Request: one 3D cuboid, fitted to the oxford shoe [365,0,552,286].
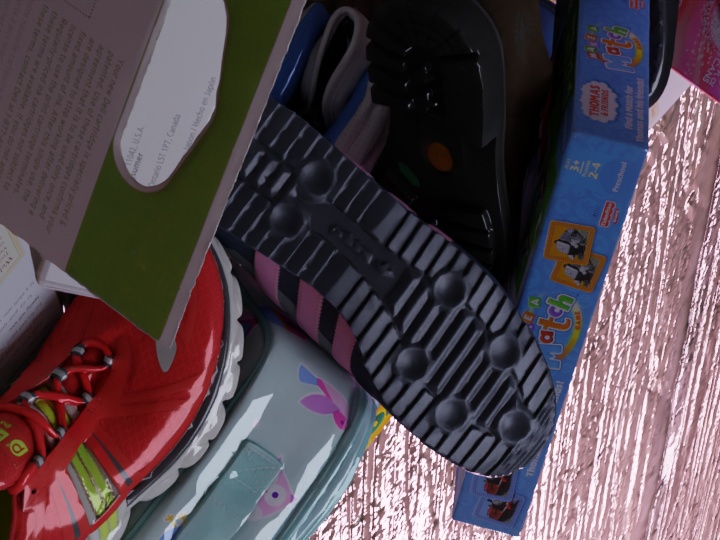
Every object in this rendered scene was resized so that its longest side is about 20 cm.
[{"bbox_3d":[0.048,-0.054,1.062,0.085,0.072,0.201,-49,159,-35],"label":"oxford shoe"}]

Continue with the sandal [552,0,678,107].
[{"bbox_3d":[0.124,-0.170,1.171,0.045,0.075,0.202,-9,108,-60],"label":"sandal"}]

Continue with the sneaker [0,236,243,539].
[{"bbox_3d":[-0.116,0.066,0.983,0.201,0.077,0.085,-59,153,1],"label":"sneaker"}]

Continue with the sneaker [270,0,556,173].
[{"bbox_3d":[0.024,-0.081,1.137,0.200,0.081,0.147,-41,158,-17],"label":"sneaker"}]

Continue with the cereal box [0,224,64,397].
[{"bbox_3d":[-0.174,0.052,0.990,0.144,0.039,0.200,-48,157,-21],"label":"cereal box"}]

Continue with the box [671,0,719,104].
[{"bbox_3d":[0.216,-0.172,1.208,0.094,0.103,0.201,16,109,-50],"label":"box"}]

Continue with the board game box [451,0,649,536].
[{"bbox_3d":[0.082,-0.011,1.111,0.152,0.036,0.201,-81,-176,-56],"label":"board game box"}]

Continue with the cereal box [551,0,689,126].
[{"bbox_3d":[0.176,-0.165,1.348,0.200,0.039,0.144,-47,153,-17],"label":"cereal box"}]

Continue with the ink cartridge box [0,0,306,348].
[{"bbox_3d":[-0.084,-0.095,0.757,0.076,0.200,0.149,-19,139,-53],"label":"ink cartridge box"}]

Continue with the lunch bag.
[{"bbox_3d":[-0.082,0.101,1.083,0.077,0.160,0.201,35,94,-23],"label":"lunch bag"}]

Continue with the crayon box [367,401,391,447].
[{"bbox_3d":[-0.015,0.034,1.250,0.200,0.058,0.119,-51,157,-8],"label":"crayon box"}]

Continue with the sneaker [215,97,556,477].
[{"bbox_3d":[0.000,0.000,1.045,0.070,0.200,0.082,-44,-169,-5],"label":"sneaker"}]

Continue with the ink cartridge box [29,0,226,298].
[{"bbox_3d":[-0.070,-0.118,0.873,0.044,0.177,0.201,12,118,-20],"label":"ink cartridge box"}]
